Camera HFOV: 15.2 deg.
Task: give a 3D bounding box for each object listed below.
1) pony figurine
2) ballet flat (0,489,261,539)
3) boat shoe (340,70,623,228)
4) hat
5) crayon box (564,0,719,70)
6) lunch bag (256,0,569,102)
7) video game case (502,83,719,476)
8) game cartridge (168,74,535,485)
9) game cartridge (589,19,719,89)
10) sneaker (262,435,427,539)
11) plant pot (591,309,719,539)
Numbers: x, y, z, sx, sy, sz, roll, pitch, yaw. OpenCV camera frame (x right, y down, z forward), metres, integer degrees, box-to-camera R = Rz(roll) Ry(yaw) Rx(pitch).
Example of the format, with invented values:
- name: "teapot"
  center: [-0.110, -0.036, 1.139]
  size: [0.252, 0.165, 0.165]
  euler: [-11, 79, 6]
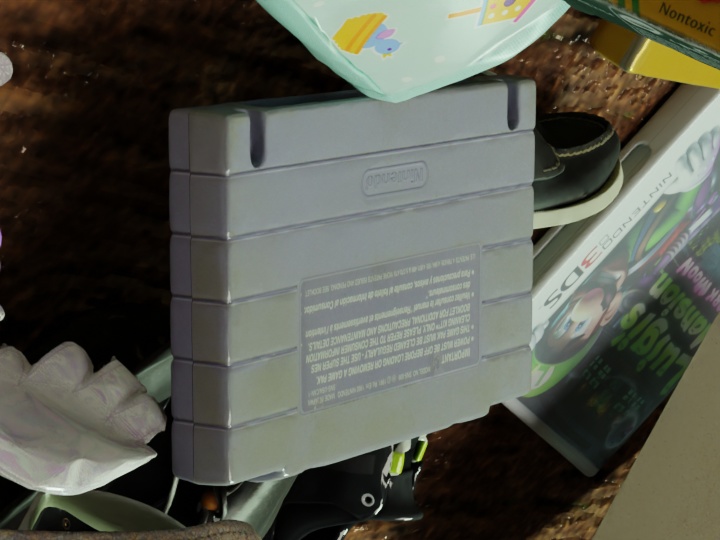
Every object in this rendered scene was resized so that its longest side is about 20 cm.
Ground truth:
- name: "pony figurine"
  center: [-0.161, 0.026, 0.830]
  size: [0.199, 0.167, 0.193]
  euler: [-29, -174, 20]
- name: "ballet flat"
  center: [-0.123, 0.103, 0.914]
  size: [0.199, 0.068, 0.068]
  euler: [7, 144, -12]
- name: "boat shoe"
  center: [0.050, -0.051, 1.103]
  size: [0.200, 0.071, 0.068]
  euler: [-12, 111, -54]
- name: "hat"
  center: [-0.096, 0.064, 1.039]
  size: [0.200, 0.081, 0.201]
  euler: [-37, 155, -21]
- name: "crayon box"
  center: [0.148, -0.154, 0.816]
  size: [0.201, 0.127, 0.051]
  euler: [-64, 152, 2]
- name: "lunch bag"
  center: [0.025, -0.164, 0.876]
  size: [0.200, 0.122, 0.170]
  euler: [-52, 152, -2]
- name: "video game case"
  center: [0.140, 0.007, 1.336]
  size: [0.182, 0.023, 0.200]
  euler: [-47, 151, 1]
- name: "game cartridge"
  center: [0.000, 0.000, 0.968]
  size: [0.200, 0.038, 0.131]
  euler: [-11, 108, -55]
- name: "game cartridge"
  center: [0.199, -0.170, 1.186]
  size: [0.176, 0.032, 0.201]
  euler: [3, 120, -54]
- name: "sneaker"
  center: [0.011, 0.067, 1.155]
  size: [0.072, 0.083, 0.200]
  euler: [-7, 141, -55]
- name: "plant pot"
  center: [0.200, 0.172, 1.365]
  size: [0.200, 0.176, 0.200]
  euler: [-58, 171, -19]
